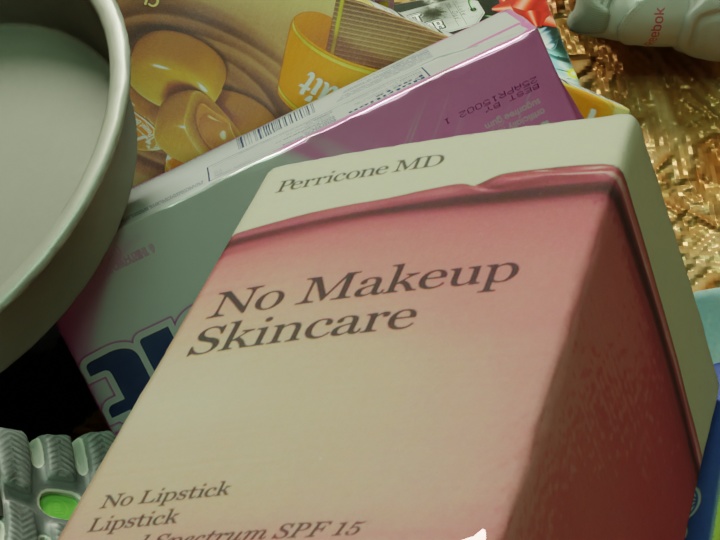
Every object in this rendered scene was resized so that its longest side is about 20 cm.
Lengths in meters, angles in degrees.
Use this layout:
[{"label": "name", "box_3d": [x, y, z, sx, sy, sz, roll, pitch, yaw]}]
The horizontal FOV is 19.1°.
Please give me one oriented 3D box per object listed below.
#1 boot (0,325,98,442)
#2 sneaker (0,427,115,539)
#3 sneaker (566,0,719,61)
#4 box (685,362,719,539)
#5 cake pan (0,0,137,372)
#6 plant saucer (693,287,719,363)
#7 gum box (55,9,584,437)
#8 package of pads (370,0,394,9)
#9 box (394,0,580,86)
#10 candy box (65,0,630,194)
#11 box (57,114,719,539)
[{"label": "boot", "box_3d": [-0.198, 0.034, 0.786, 0.168, 0.077, 0.200, 17, 29, 15]}, {"label": "sneaker", "box_3d": [-0.100, 0.105, 0.679, 0.199, 0.116, 0.075, 17, 44, -27]}, {"label": "sneaker", "box_3d": [0.112, -0.180, 0.963, 0.099, 0.078, 0.200, 0, 48, -11]}, {"label": "box", "box_3d": [0.061, 0.101, 0.698, 0.200, 0.048, 0.122, -16, 42, 34]}, {"label": "cake pan", "box_3d": [-0.159, -0.027, 0.720, 0.200, 0.037, 0.201, -14, 51, 18]}, {"label": "plant saucer", "box_3d": [0.111, 0.094, 0.732, 0.201, 0.039, 0.201, -26, 38, 22]}, {"label": "gum box", "box_3d": [0.000, 0.000, 0.744, 0.199, 0.114, 0.066, -25, 14, 1]}, {"label": "package of pads", "box_3d": [-0.072, -0.140, 0.910, 0.120, 0.076, 0.200, -14, 31, -15]}, {"label": "box", "box_3d": [-0.003, -0.048, 0.892, 0.199, 0.040, 0.137, -11, 50, -6]}, {"label": "candy box", "box_3d": [-0.014, -0.045, 0.797, 0.199, 0.116, 0.055, 21, 8, -10]}, {"label": "box", "box_3d": [0.016, 0.058, 0.596, 0.127, 0.109, 0.200, -8, 32, 22]}]
